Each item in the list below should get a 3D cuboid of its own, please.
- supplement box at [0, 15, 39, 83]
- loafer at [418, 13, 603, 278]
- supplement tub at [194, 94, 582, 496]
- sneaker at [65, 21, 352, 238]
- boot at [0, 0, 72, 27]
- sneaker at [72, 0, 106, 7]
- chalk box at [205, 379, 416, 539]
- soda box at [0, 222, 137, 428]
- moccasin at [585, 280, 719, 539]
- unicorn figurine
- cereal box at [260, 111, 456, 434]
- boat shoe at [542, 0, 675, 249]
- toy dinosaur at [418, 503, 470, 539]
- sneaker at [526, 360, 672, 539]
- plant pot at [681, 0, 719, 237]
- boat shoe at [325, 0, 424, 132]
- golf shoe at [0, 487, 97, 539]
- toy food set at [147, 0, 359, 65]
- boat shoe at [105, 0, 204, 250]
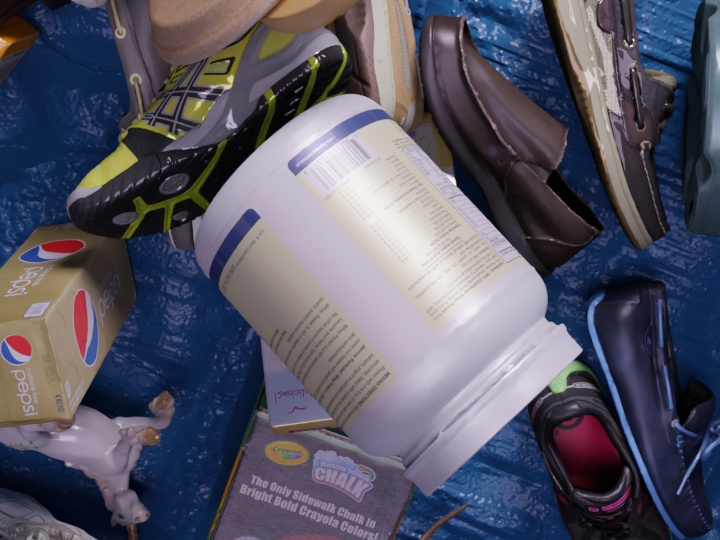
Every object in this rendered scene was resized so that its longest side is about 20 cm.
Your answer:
[{"bbox_3d":[-0.331,-0.124,0.813,0.126,0.074,0.200,42,105,-11],"label":"supplement box"},{"bbox_3d":[0.104,-0.090,0.804,0.071,0.073,0.201,-21,117,23],"label":"loafer"},{"bbox_3d":[0.016,0.014,0.699,0.145,0.145,0.200,-45,80,16],"label":"supplement tub"},{"bbox_3d":[-0.101,-0.094,0.755,0.199,0.075,0.077,-35,69,0],"label":"sneaker"},{"bbox_3d":[-0.256,-0.192,0.739,0.097,0.199,0.075,49,148,23],"label":"boot"},{"bbox_3d":[-0.128,-0.239,0.722,0.075,0.201,0.081,32,145,-11],"label":"sneaker"},{"bbox_3d":[-0.027,0.138,0.866,0.124,0.124,0.201,21,108,-3],"label":"chalk box"},{"bbox_3d":[-0.202,0.028,0.793,0.063,0.200,0.068,-7,109,5],"label":"soda box"},{"bbox_3d":[0.223,0.102,0.862,0.068,0.081,0.201,-20,108,16],"label":"moccasin"},{"bbox_3d":[-0.197,0.127,0.880,0.200,0.074,0.137,37,137,-16],"label":"unicorn figurine"},{"bbox_3d":[0.000,0.000,0.798,0.143,0.040,0.202,-6,76,-3],"label":"cereal box"},{"bbox_3d":[0.174,-0.114,0.788,0.066,0.072,0.202,-19,103,10],"label":"boat shoe"},{"bbox_3d":[0.038,0.271,0.954,0.105,0.060,0.202,-17,115,-17],"label":"toy dinosaur"},{"bbox_3d":[0.174,0.164,0.885,0.076,0.084,0.201,-26,106,13],"label":"sneaker"},{"bbox_3d":[0.304,-0.093,0.741,0.194,0.200,0.202,4,110,9],"label":"plant pot"},{"bbox_3d":[0.004,-0.186,0.784,0.071,0.076,0.202,1,98,48],"label":"boat shoe"},{"bbox_3d":[-0.244,0.201,0.909,0.199,0.097,0.079,25,105,3],"label":"golf shoe"},{"bbox_3d":[-0.049,-0.199,0.693,0.049,0.199,0.199,34,141,-32],"label":"toy food set"},{"bbox_3d":[-0.133,-0.109,0.812,0.060,0.072,0.204,-5,103,5],"label":"boat shoe"}]
